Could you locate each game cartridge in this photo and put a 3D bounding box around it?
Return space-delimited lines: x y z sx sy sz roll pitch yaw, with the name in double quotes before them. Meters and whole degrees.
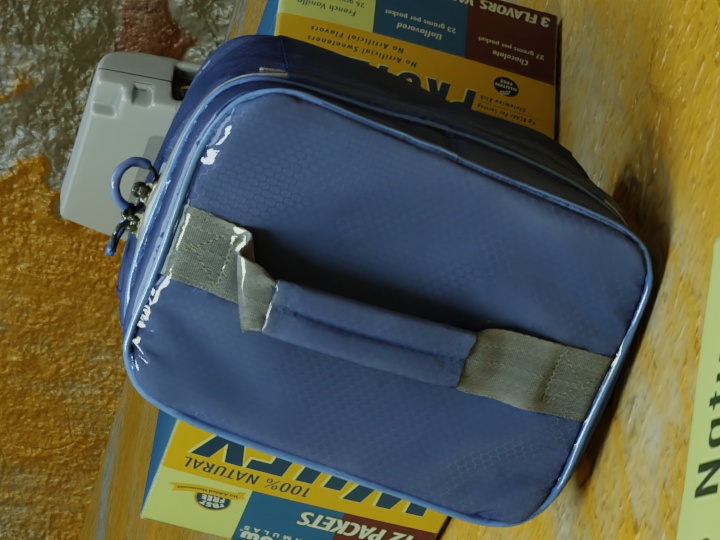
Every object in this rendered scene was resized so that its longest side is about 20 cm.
"game cartridge" -0.051 -0.049 1.321 0.133 0.200 0.041 115 161 -50

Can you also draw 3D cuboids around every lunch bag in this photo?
"lunch bag" 0.000 0.000 0.939 0.132 0.200 0.136 -119 49 -73

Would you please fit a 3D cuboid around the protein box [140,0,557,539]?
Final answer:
"protein box" -0.005 -0.002 1.174 0.199 0.135 0.200 114 167 -46

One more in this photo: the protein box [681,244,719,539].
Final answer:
"protein box" 0.120 0.073 0.244 0.200 0.135 0.199 129 153 -69
